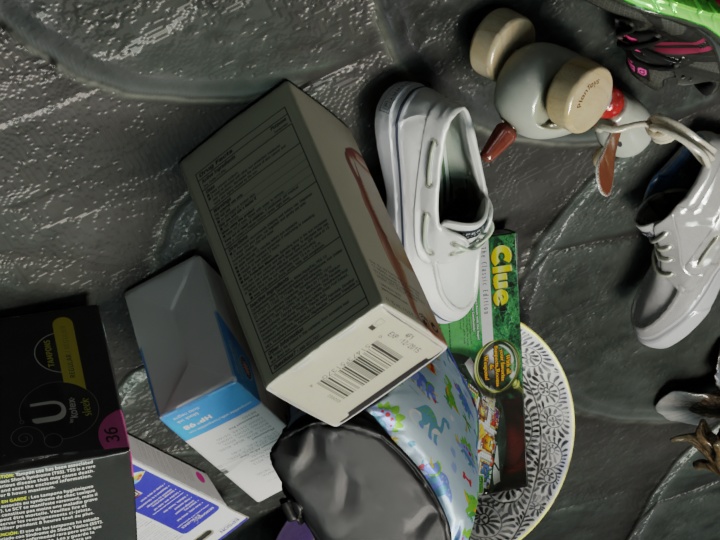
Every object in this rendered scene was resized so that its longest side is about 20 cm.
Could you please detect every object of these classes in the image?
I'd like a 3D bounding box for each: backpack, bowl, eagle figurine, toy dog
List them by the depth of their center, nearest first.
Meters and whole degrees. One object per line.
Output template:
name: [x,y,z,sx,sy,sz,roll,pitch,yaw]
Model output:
toy dog: [0.141,-0.099,1.590,0.199,0.132,0.097,30,96,-38]
backpack: [0.016,0.126,1.618,0.153,0.200,0.164,-33,104,2]
bowl: [0.062,0.124,1.803,0.199,0.094,0.203,-4,99,-25]
eagle figurine: [0.371,0.104,1.987,0.200,0.151,0.152,-52,-170,-11]

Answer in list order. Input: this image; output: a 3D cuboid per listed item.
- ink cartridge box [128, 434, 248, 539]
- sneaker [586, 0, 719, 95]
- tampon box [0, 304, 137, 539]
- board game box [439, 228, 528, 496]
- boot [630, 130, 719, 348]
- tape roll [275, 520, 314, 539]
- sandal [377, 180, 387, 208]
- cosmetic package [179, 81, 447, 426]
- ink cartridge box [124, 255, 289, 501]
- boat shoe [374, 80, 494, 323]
ink cartridge box: [-0.184,0.183,1.814,0.094,0.037,0.200,-37,140,15]
sneaker: [0.209,-0.165,1.572,0.199,0.077,0.084,21,121,-43]
tampon box: [-0.229,0.152,1.622,0.125,0.150,0.201,-8,134,-12]
board game box: [0.075,0.074,1.736,0.104,0.023,0.202,-7,102,-21]
boot: [0.245,-0.027,1.781,0.095,0.074,0.201,12,122,-32]
tape roll: [0.025,0.269,1.901,0.199,0.201,0.085,-26,143,2]
sandal: [0.000,0.000,1.625,0.200,0.045,0.075,-49,143,-4]
cosmetic package: [-0.033,-0.011,1.518,0.103,0.201,0.087,-35,143,18]
ink cartridge box: [-0.088,0.090,1.682,0.066,0.116,0.200,-27,144,11]
boat shoe: [0.058,-0.037,1.599,0.074,0.066,0.201,-44,135,-29]
